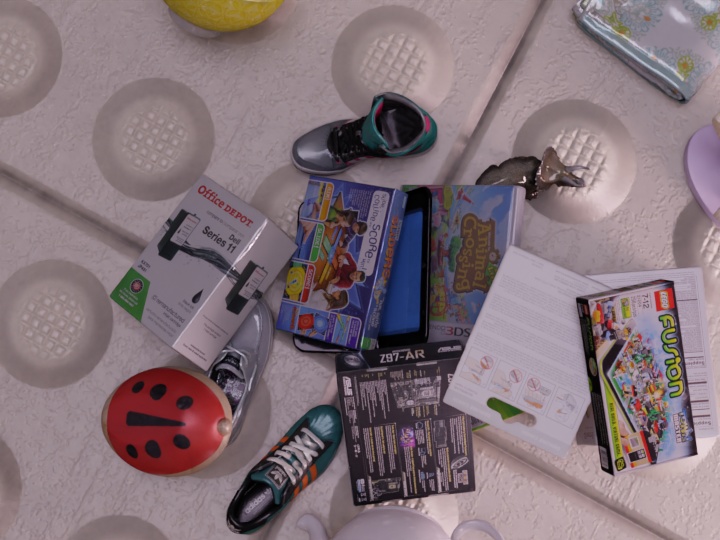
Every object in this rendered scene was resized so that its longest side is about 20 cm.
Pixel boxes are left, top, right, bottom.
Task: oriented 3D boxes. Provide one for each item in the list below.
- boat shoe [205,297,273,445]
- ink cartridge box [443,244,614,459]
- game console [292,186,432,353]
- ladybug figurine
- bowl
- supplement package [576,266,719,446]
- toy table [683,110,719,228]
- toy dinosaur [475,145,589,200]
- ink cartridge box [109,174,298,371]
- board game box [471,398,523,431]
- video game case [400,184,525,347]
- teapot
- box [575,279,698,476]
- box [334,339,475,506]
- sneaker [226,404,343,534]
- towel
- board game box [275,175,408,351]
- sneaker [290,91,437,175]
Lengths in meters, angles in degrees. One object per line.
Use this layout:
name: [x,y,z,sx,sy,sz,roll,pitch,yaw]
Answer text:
boat shoe: [-0.159,0.127,1.502,0.069,0.072,0.204,15,83,3]
ink cartridge box: [0.206,0.093,1.374,0.158,0.047,0.202,24,89,9]
game console: [0.000,0.000,1.493,0.173,0.116,0.203,2,80,1]
ladybug figurine: [-0.246,0.185,1.459,0.198,0.072,0.138,-4,79,31]
bowl: [-0.198,-0.372,1.545,0.199,0.200,0.108,37,127,6]
supplement package: [0.340,0.110,1.455,0.148,0.152,0.203,-4,82,1]
toy table: [0.510,-0.117,1.504,0.199,0.117,0.185,35,84,7]
toy dinosaur: [0.185,-0.114,1.516,0.197,0.102,0.078,-14,81,-2]
ink cartridge box: [-0.197,0.000,1.488,0.146,0.083,0.201,31,82,37]
board game box: [0.189,0.129,1.458,0.199,0.030,0.097,-28,79,41]
video game case: [0.117,-0.007,1.483,0.180,0.022,0.203,4,86,38]
teapot: [0.045,0.352,1.430,0.199,0.197,0.147,33,42,-21]
box: [0.312,0.119,1.331,0.109,0.035,0.203,-11,96,-13]
box: [0.057,0.189,1.449,0.158,0.044,0.202,-8,118,0]
sneaker: [-0.092,0.252,1.478,0.071,0.080,0.201,39,84,6]
towel: [0.404,-0.345,1.573,0.199,0.048,0.172,38,85,6]
board game box: [-0.024,-0.010,1.478,0.134,0.034,0.203,12,88,33]
sneaker: [0.004,-0.173,1.518,0.197,0.121,0.085,-11,82,0]
